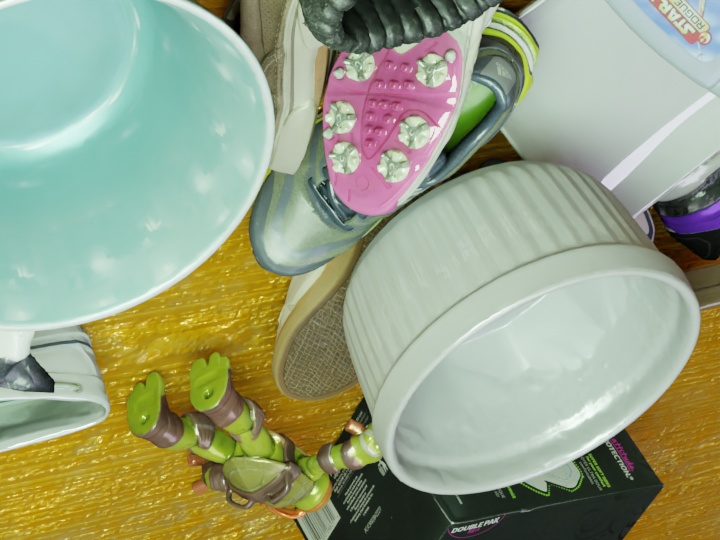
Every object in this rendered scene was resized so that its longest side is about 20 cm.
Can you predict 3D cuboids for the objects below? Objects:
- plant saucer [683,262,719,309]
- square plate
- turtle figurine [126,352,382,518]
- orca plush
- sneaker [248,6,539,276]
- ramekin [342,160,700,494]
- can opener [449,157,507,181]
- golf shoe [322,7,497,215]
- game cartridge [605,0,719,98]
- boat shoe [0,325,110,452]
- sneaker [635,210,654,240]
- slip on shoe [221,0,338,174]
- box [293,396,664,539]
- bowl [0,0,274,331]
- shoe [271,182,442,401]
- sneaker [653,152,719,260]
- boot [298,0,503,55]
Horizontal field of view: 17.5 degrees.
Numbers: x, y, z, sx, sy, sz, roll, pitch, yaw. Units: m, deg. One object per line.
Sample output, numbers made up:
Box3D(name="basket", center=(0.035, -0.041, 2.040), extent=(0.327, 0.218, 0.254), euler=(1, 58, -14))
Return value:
Box3D(name="plant saucer", center=(0.219, 0.017, 1.586), extent=(0.200, 0.030, 0.200), euler=(-14, 176, -1))
Box3D(name="square plate", center=(0.168, -0.128, 1.376), extent=(0.198, 0.028, 0.200), euler=(-38, 136, 2))
Box3D(name="turtle figurine", center=(-0.072, 0.117, 1.467), extent=(0.200, 0.065, 0.161), euler=(-8, 147, 41))
Box3D(name="orca plush", center=(-0.142, -0.030, 1.223), extent=(0.071, 0.105, 0.200), euler=(-59, 164, -71))
Box3D(name="sneaker", center=(0.011, -0.065, 1.282), extent=(0.200, 0.074, 0.081), euler=(-42, -170, 20))
Box3D(name="ramekin", center=(0.085, 0.027, 1.342), extent=(0.200, 0.105, 0.200), euler=(-19, 147, -13))
Box3D(name="can opener", center=(0.038, 0.003, 1.442), extent=(0.053, 0.067, 0.200), euler=(-25, 149, -40))
Box3D(name="golf shoe", center=(0.040, -0.123, 1.206), extent=(0.091, 0.075, 0.200), euler=(1, 109, -63))
Box3D(name="game cartridge", center=(0.189, -0.179, 1.243), extent=(0.133, 0.042, 0.200), euler=(-43, 109, 12))
Box3D(name="boat shoe", center=(-0.234, 0.079, 1.300), extent=(0.200, 0.067, 0.074), euler=(-19, 147, -22))
Box3D(name="sneaker", center=(0.087, 0.009, 1.488), extent=(0.199, 0.080, 0.130), euler=(-41, 147, 14))
Box3D(name="slip on shoe", center=(-0.041, -0.124, 1.203), extent=(0.060, 0.076, 0.200), euler=(16, 151, 1))
Box3D(name="box", center=(0.082, 0.163, 1.658), extent=(0.200, 0.124, 0.149), euler=(-5, 140, -37))
Box3D(name="bowl", center=(-0.150, -0.079, 1.093), extent=(0.200, 0.105, 0.201), euler=(-13, 134, -14))
Box3D(name="shoe", center=(0.000, 0.000, 1.409), extent=(0.070, 0.053, 0.200), euler=(15, 129, -18))
Box3D(name="sneaker", center=(0.285, -0.074, 1.520), extent=(0.200, 0.070, 0.100), euler=(-30, 115, 8))
Box3D(name="boot", center=(0.042, -0.198, 1.069), extent=(0.211, 0.158, 0.079), euler=(-30, 150, -5))
